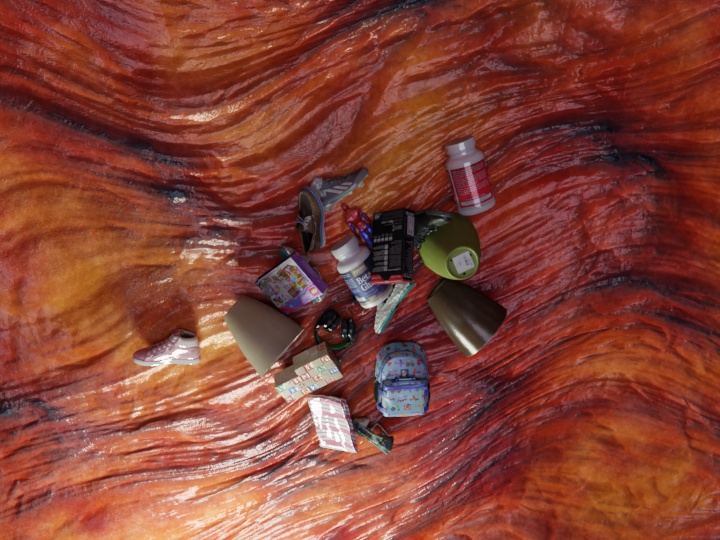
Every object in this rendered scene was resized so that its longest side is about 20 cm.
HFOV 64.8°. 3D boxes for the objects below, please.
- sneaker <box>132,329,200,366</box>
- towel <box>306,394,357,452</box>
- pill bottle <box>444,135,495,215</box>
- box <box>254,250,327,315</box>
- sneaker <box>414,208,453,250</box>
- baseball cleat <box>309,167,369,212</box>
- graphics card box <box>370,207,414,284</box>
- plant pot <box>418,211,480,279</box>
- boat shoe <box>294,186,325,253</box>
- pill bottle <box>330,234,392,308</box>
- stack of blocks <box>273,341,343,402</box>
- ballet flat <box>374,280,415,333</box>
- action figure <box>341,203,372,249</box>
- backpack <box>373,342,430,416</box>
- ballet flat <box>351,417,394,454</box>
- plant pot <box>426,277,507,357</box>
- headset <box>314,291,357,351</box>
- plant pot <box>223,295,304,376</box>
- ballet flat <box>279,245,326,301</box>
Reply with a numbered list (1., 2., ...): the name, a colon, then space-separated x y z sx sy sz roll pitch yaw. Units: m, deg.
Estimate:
1. sneaker: -0.583 0.226 1.709 0.197 0.076 0.106 1 112 -12
2. towel: -0.092 0.491 1.811 0.144 0.030 0.203 -1 111 32
3. pill bottle: 0.303 -0.266 1.591 0.111 0.112 0.203 -19 108 3
4. box: -0.202 0.040 1.635 0.199 0.039 0.137 -29 106 43
5. sneaker: 0.178 -0.111 1.586 0.076 0.198 0.116 12 79 -43
6. baseball cleat: -0.073 -0.241 1.598 0.199 0.070 0.107 -40 106 8
7. graphics card box: 0.089 -0.065 1.578 0.050 0.124 0.204 8 80 -44
8. plant pot: 0.267 -0.053 1.609 0.184 0.200 0.190 -1 107 -3
9. boat shoe: -0.144 -0.135 1.591 0.072 0.072 0.202 18 133 35
10. pill bottle: 0.000 0.000 1.655 0.110 0.111 0.201 -32 107 7
11. stack of blocks: -0.167 0.315 1.751 0.198 0.059 0.116 -27 127 6
12. ballet flat: 0.091 0.095 1.724 0.071 0.072 0.201 32 101 -12
13. action figure: 0.014 -0.117 1.654 0.065 0.052 0.200 -41 100 4
14. backpack: 0.131 0.331 1.757 0.179 0.135 0.204 1 105 -5
15. ballet flat: 0.025 0.520 1.851 0.199 0.074 0.075 34 103 -12
16. plant pot: 0.300 0.119 1.692 0.200 0.187 0.187 41 101 0
17. headset: -0.064 0.156 1.735 0.122 0.095 0.201 24 120 -15
18. plant pot: -0.300 0.175 1.670 0.200 0.187 0.188 42 101 0
19. ballet flat: -0.164 0.001 1.671 0.071 0.072 0.201 -30 108 6
